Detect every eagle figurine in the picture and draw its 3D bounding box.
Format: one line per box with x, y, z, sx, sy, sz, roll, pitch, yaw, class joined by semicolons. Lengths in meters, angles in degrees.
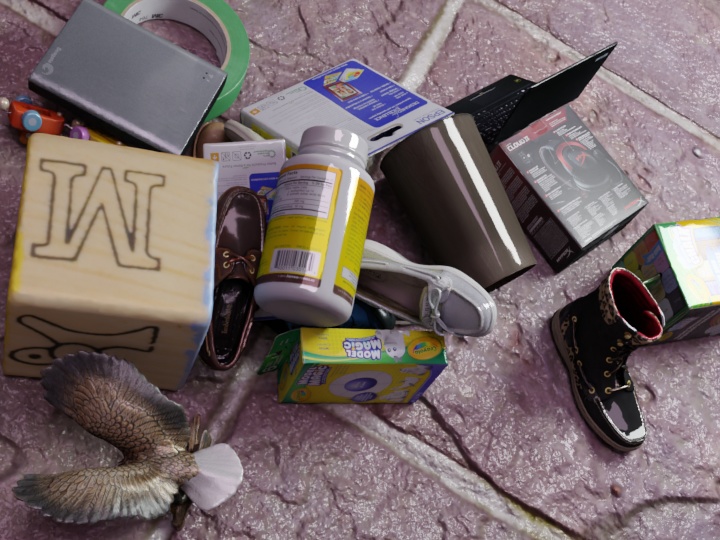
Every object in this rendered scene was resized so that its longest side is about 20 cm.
-0.233;0.190;1.102;0.151;0.200;0.152;-48;44;4;eagle figurine

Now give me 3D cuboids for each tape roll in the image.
-0.242;-0.281;1.408;0.197;0.048;0.204;9;60;-16;tape roll

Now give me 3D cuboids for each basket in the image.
0.127;-0.071;1.375;0.134;0.180;0.202;-27;83;4;basket

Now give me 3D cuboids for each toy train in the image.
-0.338;-0.136;1.266;0.148;0.056;0.200;11;21;-35;toy train

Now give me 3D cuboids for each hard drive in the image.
-0.278;-0.228;1.320;0.198;0.033;0.141;27;62;-4;hard drive

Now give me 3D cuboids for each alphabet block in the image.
-0.267;-0.003;1.167;0.197;0.196;0.199;8;59;-17;alphabet block

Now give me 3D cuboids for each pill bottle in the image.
-0.046;-0.049;1.188;0.107;0.109;0.203;15;71;-11;pill bottle

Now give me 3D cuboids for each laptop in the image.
0.212;-0.250;1.467;0.176;0.105;0.199;-29;38;-30;laptop

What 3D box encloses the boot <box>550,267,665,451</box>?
0.317;0.107;1.341;0.072;0.151;0.203;-10;67;-24;boot

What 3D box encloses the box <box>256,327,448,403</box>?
-0.012;0.109;1.242;0.196;0.118;0.049;4;60;-17;box

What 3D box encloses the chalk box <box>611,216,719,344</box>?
0.420;0.015;1.444;0.197;0.125;0.126;-5;65;-23;chalk box

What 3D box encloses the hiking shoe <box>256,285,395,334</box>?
-0.058;0.054;1.289;0.197;0.075;0.088;15;64;1;hiking shoe

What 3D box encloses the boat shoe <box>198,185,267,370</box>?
-0.136;0.009;1.191;0.069;0.070;0.204;7;90;-17;boat shoe

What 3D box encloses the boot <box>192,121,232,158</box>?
-0.160;-0.105;1.329;0.072;0.076;0.203;-2;62;-18;boot

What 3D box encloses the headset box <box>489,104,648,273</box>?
0.269;-0.121;1.490;0.148;0.075;0.201;-31;77;-30;headset box

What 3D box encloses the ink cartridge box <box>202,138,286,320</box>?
-0.125;-0.045;1.244;0.093;0.037;0.204;-4;89;-5;ink cartridge box

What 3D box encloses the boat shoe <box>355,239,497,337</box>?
0.056;0.027;1.220;0.200;0.075;0.065;26;35;23;boat shoe

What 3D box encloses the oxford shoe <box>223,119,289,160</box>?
-0.103;-0.112;1.312;0.200;0.075;0.058;43;99;24;oxford shoe

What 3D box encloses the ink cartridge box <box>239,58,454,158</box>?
-0.017;-0.187;1.392;0.196;0.048;0.199;-29;48;-31;ink cartridge box

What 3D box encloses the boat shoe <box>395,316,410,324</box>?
0.000;0.000;1.337;0.198;0.060;0.075;29;57;-3;boat shoe
